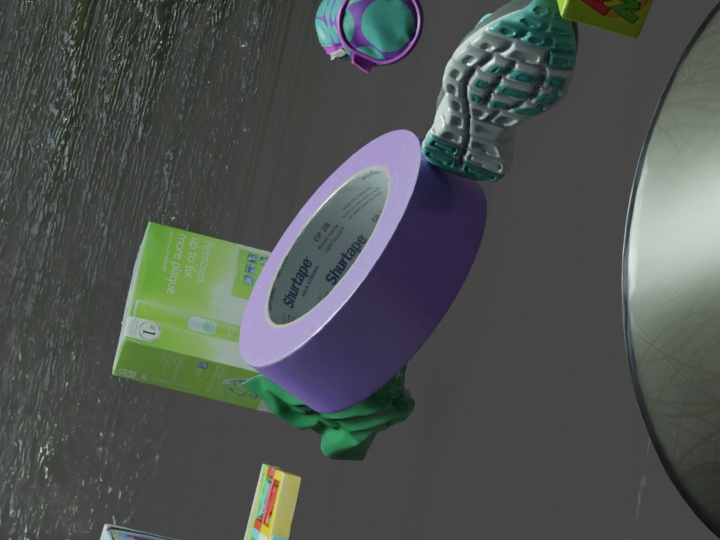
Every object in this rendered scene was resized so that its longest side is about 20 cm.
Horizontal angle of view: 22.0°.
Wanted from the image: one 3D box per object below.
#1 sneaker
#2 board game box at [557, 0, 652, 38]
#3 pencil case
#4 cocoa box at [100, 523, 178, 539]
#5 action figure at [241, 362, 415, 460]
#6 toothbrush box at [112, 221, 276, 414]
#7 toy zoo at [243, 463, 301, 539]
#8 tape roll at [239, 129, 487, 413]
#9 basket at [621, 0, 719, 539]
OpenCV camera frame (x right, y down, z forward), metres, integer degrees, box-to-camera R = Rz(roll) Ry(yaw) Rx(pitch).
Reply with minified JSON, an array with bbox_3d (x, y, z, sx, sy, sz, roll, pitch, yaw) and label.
[{"bbox_3d":[0.090,-0.136,1.186,0.200,0.077,0.092,127,159,-65],"label":"sneaker"},{"bbox_3d":[0.143,-0.224,1.063,0.200,0.047,0.102,-91,18,-59],"label":"board game box"},{"bbox_3d":[0.007,-0.244,1.822,0.093,0.085,0.200,-59,10,3],"label":"pencil case"},{"bbox_3d":[-0.102,0.270,1.316,0.131,0.199,0.134,163,121,-79],"label":"cocoa box"},{"bbox_3d":[-0.008,0.092,1.396,0.055,0.118,0.200,-66,14,-20],"label":"action figure"},{"bbox_3d":[-0.145,0.052,1.929,0.086,0.199,0.146,120,162,-56],"label":"toothbrush box"},{"bbox_3d":[-0.092,0.264,1.843,0.200,0.020,0.132,162,121,-79],"label":"toy zoo"},{"bbox_3d":[0.000,0.000,1.309,0.200,0.066,0.201,-44,22,23],"label":"tape roll"},{"bbox_3d":[0.158,-0.018,0.394,0.200,0.135,0.181,155,134,-74],"label":"basket"}]
